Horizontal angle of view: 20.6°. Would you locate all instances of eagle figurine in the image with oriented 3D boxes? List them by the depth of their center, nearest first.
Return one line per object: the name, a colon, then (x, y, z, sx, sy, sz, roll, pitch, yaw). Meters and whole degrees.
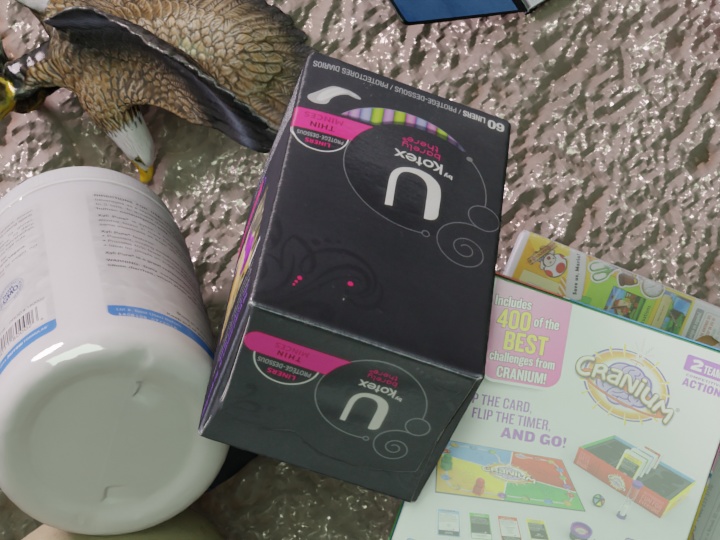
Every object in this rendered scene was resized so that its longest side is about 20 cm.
eagle figurine: (-0.131, -0.119, 1.184, 0.200, 0.151, 0.152, -9, 60, 18)

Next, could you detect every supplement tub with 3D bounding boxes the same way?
supplement tub: (-0.148, 0.041, 1.105, 0.132, 0.200, 0.132, -6, 120, -10)

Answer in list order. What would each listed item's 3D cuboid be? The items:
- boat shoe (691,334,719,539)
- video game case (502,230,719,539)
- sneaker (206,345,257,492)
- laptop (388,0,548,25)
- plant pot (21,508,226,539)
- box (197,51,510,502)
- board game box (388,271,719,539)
boat shoe: (0.155, 0.131, 1.103, 0.069, 0.071, 0.200, 39, 87, 14)
video game case: (0.140, 0.101, 1.158, 0.182, 0.023, 0.200, 22, 85, 11)
sneaker: (-0.007, 0.076, 1.142, 0.146, 0.077, 0.202, 39, 87, 28)
laptop: (0.070, -0.257, 1.180, 0.200, 0.116, 0.187, -31, 78, 2)
plant pot: (-0.132, 0.205, 1.112, 0.200, 0.200, 0.135, 5, 51, 9)
box: (0.000, 0.000, 1.032, 0.122, 0.106, 0.200, 18, 43, -8)
board game box: (0.104, 0.118, 1.055, 0.153, 0.040, 0.200, 19, 84, 7)
